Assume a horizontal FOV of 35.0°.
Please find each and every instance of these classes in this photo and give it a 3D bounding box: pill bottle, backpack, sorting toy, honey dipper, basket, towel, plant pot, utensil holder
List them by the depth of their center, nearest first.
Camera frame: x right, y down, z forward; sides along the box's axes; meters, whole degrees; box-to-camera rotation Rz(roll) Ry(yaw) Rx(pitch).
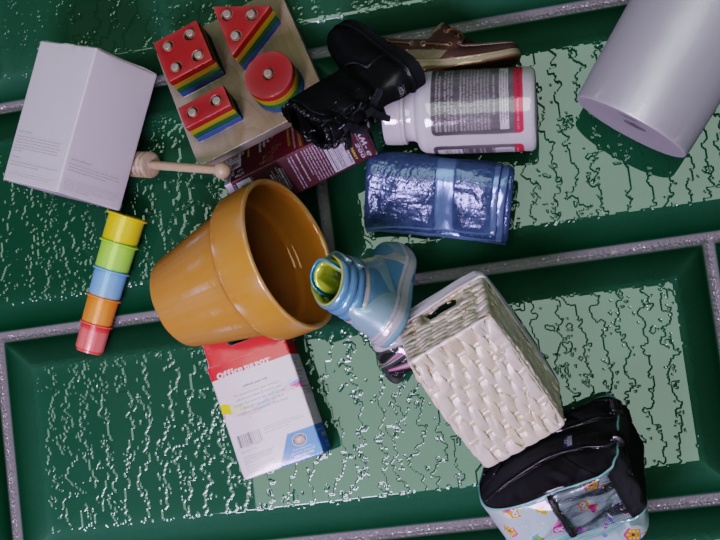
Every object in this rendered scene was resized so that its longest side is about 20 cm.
[{"bbox_3d":[0.253,0.267,1.415,0.200,0.176,0.153,-20,113,19],"label":"backpack"},{"bbox_3d":[0.150,0.126,1.418,0.135,0.123,0.200,-32,108,13],"label":"basket"},{"bbox_3d":[0.390,-0.265,1.436,0.170,0.170,0.200,30,94,11],"label":"utensil holder"},{"bbox_3d":[-0.161,0.009,1.459,0.183,0.200,0.200,-22,82,25],"label":"plant pot"},{"bbox_3d":[0.131,-0.208,1.503,0.200,0.111,0.111,-1,86,10],"label":"pill bottle"},{"bbox_3d":[0.101,-0.097,1.513,0.200,0.049,0.112,7,115,11],"label":"towel"},{"bbox_3d":[-0.249,-0.143,1.556,0.200,0.038,0.038,6,86,40],"label":"honey dipper"},{"bbox_3d":[-0.171,-0.274,1.558,0.199,0.070,0.200,-26,67,7],"label":"sorting toy"}]

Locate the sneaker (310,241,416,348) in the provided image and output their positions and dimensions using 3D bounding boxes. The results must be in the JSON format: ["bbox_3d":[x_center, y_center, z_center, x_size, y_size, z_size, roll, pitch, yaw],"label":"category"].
[{"bbox_3d":[0.000,0.000,1.460,0.130,0.200,0.080,31,117,-16],"label":"sneaker"}]

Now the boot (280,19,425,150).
[{"bbox_3d":[-0.030,-0.238,1.469,0.162,0.073,0.198,-36,45,-16],"label":"boot"}]

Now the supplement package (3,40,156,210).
[{"bbox_3d":[-0.384,-0.199,1.572,0.121,0.120,0.200,14,89,35],"label":"supplement package"}]

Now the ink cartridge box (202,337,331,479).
[{"bbox_3d":[-0.128,0.168,1.543,0.116,0.067,0.200,-20,83,7],"label":"ink cartridge box"}]

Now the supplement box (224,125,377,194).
[{"bbox_3d":[-0.082,-0.154,1.532,0.200,0.109,0.061,-26,117,6],"label":"supplement box"}]

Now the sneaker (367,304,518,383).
[{"bbox_3d":[0.115,0.098,1.512,0.200,0.080,0.086,-11,102,12],"label":"sneaker"}]

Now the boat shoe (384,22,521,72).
[{"bbox_3d":[0.114,-0.299,1.535,0.200,0.072,0.072,-4,86,16],"label":"boat shoe"}]

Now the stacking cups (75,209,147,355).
[{"bbox_3d":[-0.357,0.017,1.604,0.060,0.061,0.200,19,93,11],"label":"stacking cups"}]
